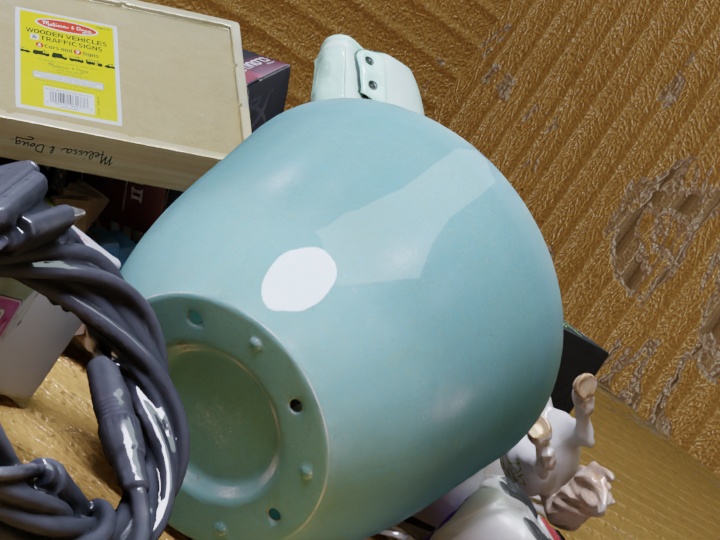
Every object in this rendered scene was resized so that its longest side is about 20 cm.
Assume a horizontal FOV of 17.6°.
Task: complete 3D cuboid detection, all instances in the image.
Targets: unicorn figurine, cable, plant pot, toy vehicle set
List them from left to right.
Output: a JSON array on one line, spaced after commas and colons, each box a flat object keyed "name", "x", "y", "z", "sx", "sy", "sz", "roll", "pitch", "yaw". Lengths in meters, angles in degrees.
[{"name": "cable", "x": -0.129, "y": 0.048, "z": 0.904, "sx": 0.164, "sy": 0.051, "sz": 0.200, "roll": 65, "pitch": 17, "yaw": -13}, {"name": "toy vehicle set", "x": -0.157, "y": -0.104, "z": 1.228, "sx": 0.199, "sy": 0.027, "sz": 0.125, "roll": 11, "pitch": 40, "yaw": -16}, {"name": "plant pot", "x": -0.029, "y": 0.039, "z": 1.076, "sx": 0.200, "sy": 0.201, "sz": 0.161, "roll": 36, "pitch": 34, "yaw": 12}, {"name": "unicorn figurine", "x": 0.083, "y": 0.051, "z": 1.262, "sx": 0.137, "sy": 0.073, "sz": 0.201, "roll": 92, "pitch": -9, "yaw": -69}]

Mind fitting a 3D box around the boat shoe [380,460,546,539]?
[{"name": "boat shoe", "x": 0.039, "y": 0.131, "z": 1.351, "sx": 0.200, "sy": 0.071, "sz": 0.070, "roll": 3, "pitch": 71, "yaw": -48}]

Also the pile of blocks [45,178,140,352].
[{"name": "pile of blocks", "x": -0.143, "y": 0.007, "z": 1.247, "sx": 0.200, "sy": 0.082, "sz": 0.062, "roll": 32, "pitch": 5, "yaw": -39}]

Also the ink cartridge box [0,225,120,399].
[{"name": "ink cartridge box", "x": -0.217, "y": -0.023, "z": 1.020, "sx": 0.144, "sy": 0.085, "sz": 0.200, "roll": 37, "pitch": 4, "yaw": 21}]

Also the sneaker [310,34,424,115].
[{"name": "sneaker", "x": -0.030, "y": -0.072, "z": 1.317, "sx": 0.200, "sy": 0.074, "sz": 0.119, "roll": -5, "pitch": 78, "yaw": -53}]

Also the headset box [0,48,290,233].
[{"name": "headset box", "x": -0.145, "y": -0.095, "z": 1.353, "sx": 0.199, "sy": 0.075, "sz": 0.149, "roll": 19, "pitch": 24, "yaw": 17}]

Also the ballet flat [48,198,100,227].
[{"name": "ballet flat", "x": -0.200, "y": -0.034, "z": 1.378, "sx": 0.200, "sy": 0.068, "sz": 0.067, "roll": 41, "pitch": 0, "yaw": 36}]

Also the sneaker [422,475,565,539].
[{"name": "sneaker", "x": 0.078, "y": 0.175, "z": 1.218, "sx": 0.200, "sy": 0.083, "sz": 0.081, "roll": 52, "pitch": 10, "yaw": -48}]

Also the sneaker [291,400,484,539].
[{"name": "sneaker", "x": -0.019, "y": 0.094, "z": 1.243, "sx": 0.200, "sy": 0.089, "sz": 0.074, "roll": 26, "pitch": 34, "yaw": 37}]

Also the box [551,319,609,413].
[{"name": "box", "x": 0.060, "y": 0.069, "z": 1.626, "sx": 0.124, "sy": 0.149, "sz": 0.200, "roll": 36, "pitch": 5, "yaw": 27}]

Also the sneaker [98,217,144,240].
[{"name": "sneaker", "x": -0.117, "y": -0.018, "z": 1.406, "sx": 0.112, "sy": 0.072, "sz": 0.200, "roll": -16, "pitch": 23, "yaw": -28}]
